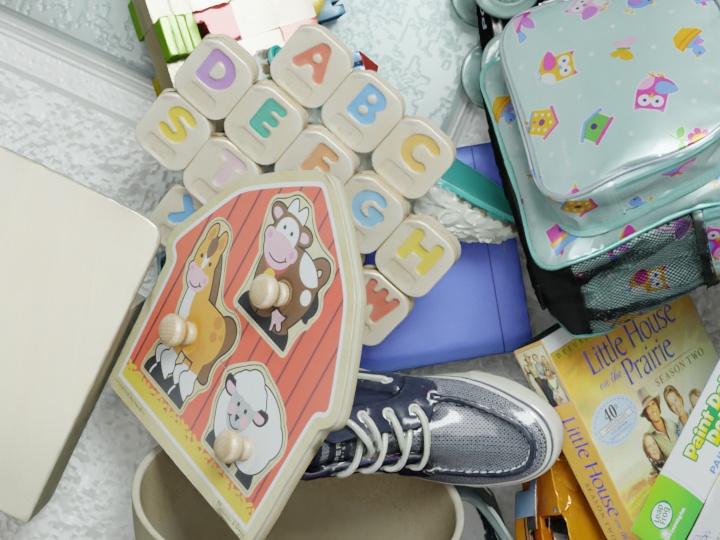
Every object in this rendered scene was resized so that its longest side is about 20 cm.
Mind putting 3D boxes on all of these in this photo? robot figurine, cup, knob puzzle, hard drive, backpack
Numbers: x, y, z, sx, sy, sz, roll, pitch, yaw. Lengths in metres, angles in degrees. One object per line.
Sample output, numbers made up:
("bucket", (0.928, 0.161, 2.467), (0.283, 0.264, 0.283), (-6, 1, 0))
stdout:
("robot figurine", (0.158, 0.191, 1.503), (0.144, 0.058, 0.201), (-9, 88, -34))
("cup", (-0.045, 0.198, 1.467), (0.199, 0.200, 0.144), (7, 115, 0))
("knob puzzle", (-0.068, 0.029, 1.401), (0.030, 0.219, 0.221), (13, 89, -42))
("hard drive", (0.000, 0.000, 1.520), (0.199, 0.025, 0.133), (-9, 89, -1))
("backpack", (0.179, -0.080, 1.391), (0.199, 0.154, 0.176), (-14, 53, 1))

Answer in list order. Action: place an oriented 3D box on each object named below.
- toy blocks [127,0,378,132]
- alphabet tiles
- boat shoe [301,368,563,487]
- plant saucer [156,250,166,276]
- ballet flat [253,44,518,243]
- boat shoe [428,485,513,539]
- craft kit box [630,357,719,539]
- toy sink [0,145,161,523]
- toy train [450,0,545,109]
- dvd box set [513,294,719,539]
("toy blocks", (-0.069, -0.170, 1.514), (0.136, 0.100, 0.201), (-19, 90, -12))
("alphabet tiles", (-0.039, -0.046, 1.441), (0.200, 0.015, 0.196), (42, 125, -2))
("boat shoe", (0.015, 0.101, 1.436), (0.199, 0.093, 0.075), (6, 110, 20))
("plant saucer", (-0.028, 0.017, 1.541), (0.199, 0.019, 0.070), (-3, 89, 0))
("ballet flat", (0.004, -0.064, 1.474), (0.200, 0.072, 0.072), (33, 89, -11))
("boat shoe", (0.083, 0.226, 1.516), (0.072, 0.062, 0.201), (-17, 89, -1))
("craft kit box", (0.276, 0.090, 1.433), (0.049, 0.199, 0.198), (42, 110, 42))
("toy sink", (-0.213, 0.033, 1.493), (0.130, 0.112, 0.201), (25, 94, 0))
("toy train", (0.117, -0.182, 1.515), (0.113, 0.085, 0.201), (-8, 90, -10))
("dvd box set", (0.188, 0.108, 1.487), (0.146, 0.029, 0.201), (-28, 92, -45))
